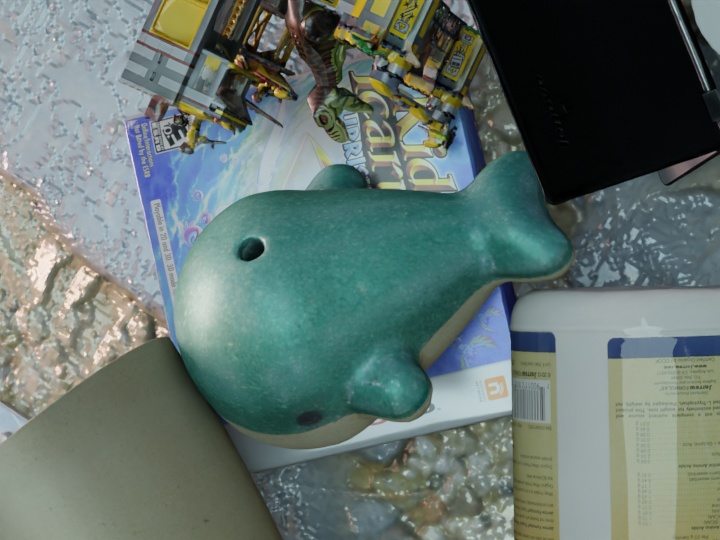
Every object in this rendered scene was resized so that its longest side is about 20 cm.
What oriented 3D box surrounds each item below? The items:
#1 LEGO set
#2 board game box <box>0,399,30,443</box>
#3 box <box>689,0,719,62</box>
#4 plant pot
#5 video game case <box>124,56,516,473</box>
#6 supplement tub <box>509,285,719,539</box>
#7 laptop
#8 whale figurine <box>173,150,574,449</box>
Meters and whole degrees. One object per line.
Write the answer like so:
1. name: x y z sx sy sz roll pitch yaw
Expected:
1. LEGO set: -0.027 -0.093 1.150 0.153 0.200 0.116 25 92 5
2. board game box: -0.273 0.143 1.327 0.200 0.026 0.200 32 97 9
3. box: 0.262 -0.140 1.140 0.199 0.131 0.200 -27 68 10
4. plant pot: -0.104 0.169 1.190 0.187 0.187 0.200 -41 85 9
5. video game case: -0.016 -0.004 1.265 0.180 0.045 0.201 -13 88 10
6. supplement tub: 0.146 0.108 1.184 0.144 0.144 0.201 -1 91 11
7. laptop: 0.089 -0.124 1.152 0.115 0.200 0.188 -21 86 -8
8. whale figurine: 0.000 0.000 1.169 0.199 0.104 0.160 -25 51 12
